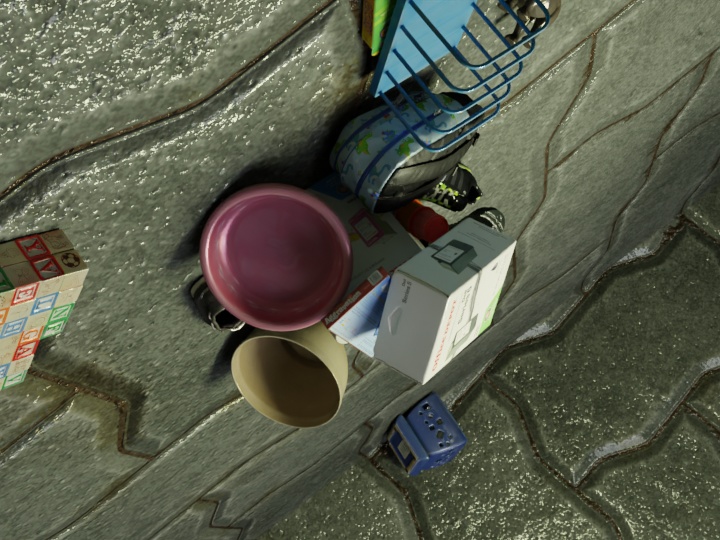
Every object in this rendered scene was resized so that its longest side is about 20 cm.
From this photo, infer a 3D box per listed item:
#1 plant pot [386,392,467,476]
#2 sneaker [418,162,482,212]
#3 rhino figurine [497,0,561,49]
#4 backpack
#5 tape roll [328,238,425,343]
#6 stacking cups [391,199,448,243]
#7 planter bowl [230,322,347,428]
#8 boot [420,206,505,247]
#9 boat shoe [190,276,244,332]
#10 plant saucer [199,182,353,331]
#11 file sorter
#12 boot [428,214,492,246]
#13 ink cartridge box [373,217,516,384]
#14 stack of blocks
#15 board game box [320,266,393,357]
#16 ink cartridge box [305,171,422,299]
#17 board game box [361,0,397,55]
[{"bbox_3d":[0.205,0.550,3.185,0.179,0.201,0.200,-23,158,-25],"label":"plant pot"},{"bbox_3d":[0.146,-0.137,1.600,0.199,0.083,0.072,-14,149,-53],"label":"sneaker"},{"bbox_3d":[0.221,-0.364,1.246,0.088,0.060,0.200,-52,161,-5],"label":"rhino figurine"},{"bbox_3d":[0.054,-0.158,1.311,0.200,0.153,0.163,-52,179,-43],"label":"backpack"},{"bbox_3d":[0.000,0.000,1.549,0.202,0.139,0.203,-36,161,-14],"label":"tape roll"},{"bbox_3d":[0.057,-0.081,1.392,0.060,0.200,0.061,-8,111,-22],"label":"stacking cups"},{"bbox_3d":[-0.105,0.151,1.665,0.201,0.199,0.135,-55,-177,40],"label":"planter bowl"},{"bbox_3d":[0.136,-0.057,1.667,0.076,0.168,0.201,33,100,-38],"label":"boot"},{"bbox_3d":[-0.200,0.063,1.436,0.067,0.057,0.200,-38,162,-5],"label":"boat shoe"},{"bbox_3d":[-0.106,-0.021,1.253,0.201,0.200,0.051,-46,-168,21],"label":"plant saucer"},{"bbox_3d":[0.114,-0.250,1.130,0.138,0.123,0.200,-33,168,-20],"label":"file sorter"},{"bbox_3d":[0.142,0.024,1.540,0.181,0.072,0.201,-21,135,-53],"label":"boot"},{"bbox_3d":[0.113,0.037,1.284,0.200,0.084,0.146,-34,145,-49],"label":"ink cartridge box"},{"bbox_3d":[-0.382,0.053,1.049,0.115,0.059,0.200,-20,154,-46],"label":"stack of blocks"},{"bbox_3d":[0.020,0.059,1.284,0.103,0.019,0.200,-41,158,2],"label":"board game box"},{"bbox_3d":[-0.013,-0.028,1.356,0.144,0.200,0.085,-34,161,-17],"label":"ink cartridge box"},{"bbox_3d":[0.047,-0.321,1.059,0.095,0.030,0.200,-35,160,-15],"label":"board game box"}]
